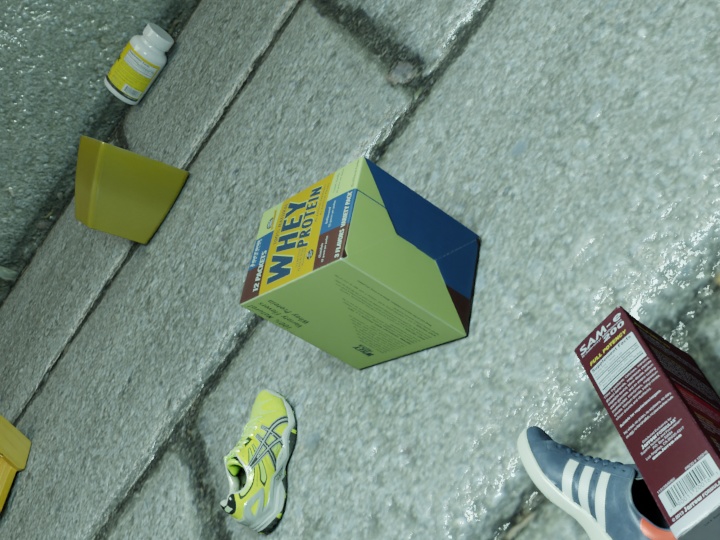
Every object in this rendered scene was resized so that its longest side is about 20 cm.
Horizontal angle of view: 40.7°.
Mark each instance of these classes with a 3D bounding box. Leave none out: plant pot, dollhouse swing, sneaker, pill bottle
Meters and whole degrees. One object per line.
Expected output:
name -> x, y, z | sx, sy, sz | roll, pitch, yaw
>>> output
plant pot -> -0.510, -0.167, 2.083 | 0.199, 0.197, 0.180 | 20, 93, 59
dollhouse swing -> -0.832, 0.432, 2.083 | 0.199, 0.182, 0.177 | -31, 21, 39
sneaker -> 0.212, 0.182, 0.819 | 0.085, 0.074, 0.200 | -55, 41, 11
sneaker -> -0.136, 0.239, 1.281 | 0.075, 0.076, 0.202 | -38, 36, 35
pill bottle -> -0.581, -0.549, 2.571 | 0.201, 0.110, 0.112 | -49, 32, 17

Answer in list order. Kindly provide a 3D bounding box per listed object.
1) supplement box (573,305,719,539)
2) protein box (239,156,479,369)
supplement box -> 0.253, 0.129, 0.761 | 0.061, 0.108, 0.201 | -46, 32, 21
protein box -> 0.000, 0.000, 1.158 | 0.199, 0.197, 0.137 | -23, 46, 46
